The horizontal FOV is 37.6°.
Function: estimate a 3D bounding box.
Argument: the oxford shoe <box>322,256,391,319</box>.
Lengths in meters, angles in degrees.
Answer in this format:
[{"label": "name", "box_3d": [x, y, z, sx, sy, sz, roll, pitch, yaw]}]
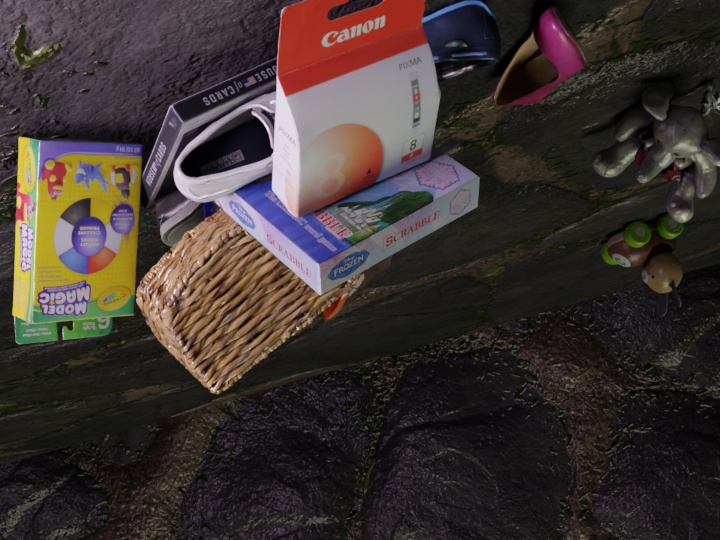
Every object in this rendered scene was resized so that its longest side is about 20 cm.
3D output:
[{"label": "oxford shoe", "box_3d": [0.000, 0.000, 1.329, 0.072, 0.072, 0.200, -4, 151, -27]}]

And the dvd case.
[{"label": "dvd case", "box_3d": [-0.138, -0.137, 1.036, 0.150, 0.025, 0.200, -31, 174, -28]}]

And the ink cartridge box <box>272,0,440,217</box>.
[{"label": "ink cartridge box", "box_3d": [0.003, -0.156, 0.925, 0.162, 0.050, 0.201, -26, 148, -27]}]

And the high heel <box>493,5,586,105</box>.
[{"label": "high heel", "box_3d": [0.181, -0.213, 1.111, 0.096, 0.068, 0.200, -30, 169, 8]}]

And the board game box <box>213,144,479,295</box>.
[{"label": "board game box", "box_3d": [-0.023, -0.085, 1.029, 0.199, 0.200, 0.041, -30, 141, -29]}]

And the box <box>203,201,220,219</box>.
[{"label": "box", "box_3d": [-0.074, -0.077, 1.177, 0.199, 0.042, 0.119, -16, 150, -13]}]

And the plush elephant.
[{"label": "plush elephant", "box_3d": [0.422, -0.170, 1.433, 0.200, 0.165, 0.155, -54, 167, 21]}]

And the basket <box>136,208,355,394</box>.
[{"label": "basket", "box_3d": [-0.135, 0.002, 1.104, 0.200, 0.143, 0.149, -38, -151, -13]}]

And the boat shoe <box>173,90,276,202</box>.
[{"label": "boat shoe", "box_3d": [-0.079, -0.125, 0.965, 0.199, 0.074, 0.065, -35, 177, -8]}]

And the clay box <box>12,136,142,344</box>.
[{"label": "clay box", "box_3d": [-0.276, -0.027, 1.034, 0.114, 0.202, 0.047, -5, -168, -45]}]

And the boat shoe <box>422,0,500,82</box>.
[{"label": "boat shoe", "box_3d": [0.040, -0.192, 1.024, 0.199, 0.069, 0.084, -23, 166, 28]}]

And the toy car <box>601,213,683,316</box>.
[{"label": "toy car", "box_3d": [0.644, -0.001, 2.331, 0.157, 0.201, 0.164, -14, 167, -13]}]

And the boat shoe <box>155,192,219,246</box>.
[{"label": "boat shoe", "box_3d": [-0.146, -0.101, 1.193, 0.200, 0.061, 0.072, -29, 150, 11]}]
